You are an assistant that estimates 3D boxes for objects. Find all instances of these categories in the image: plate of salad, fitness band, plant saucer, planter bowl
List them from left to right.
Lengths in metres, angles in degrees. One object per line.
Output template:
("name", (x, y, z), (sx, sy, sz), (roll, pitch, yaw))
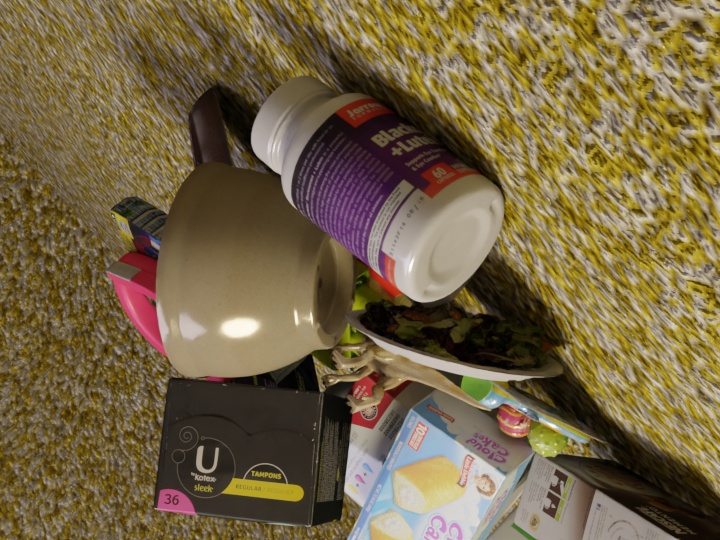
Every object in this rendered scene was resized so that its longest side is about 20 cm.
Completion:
("fitness band", (-0.191, 0.049, 1.615), (0.200, 0.037, 0.144), (22, 150, 47))
("plant saucer", (-0.155, -0.093, 1.662), (0.200, 0.032, 0.200), (170, 90, -81))
("planter bowl", (-0.082, 0.005, 1.424), (0.135, 0.200, 0.200), (6, 153, 18))
("plate of salad", (0.085, 0.055, 1.386), (0.200, 0.048, 0.200), (14, -171, -2))

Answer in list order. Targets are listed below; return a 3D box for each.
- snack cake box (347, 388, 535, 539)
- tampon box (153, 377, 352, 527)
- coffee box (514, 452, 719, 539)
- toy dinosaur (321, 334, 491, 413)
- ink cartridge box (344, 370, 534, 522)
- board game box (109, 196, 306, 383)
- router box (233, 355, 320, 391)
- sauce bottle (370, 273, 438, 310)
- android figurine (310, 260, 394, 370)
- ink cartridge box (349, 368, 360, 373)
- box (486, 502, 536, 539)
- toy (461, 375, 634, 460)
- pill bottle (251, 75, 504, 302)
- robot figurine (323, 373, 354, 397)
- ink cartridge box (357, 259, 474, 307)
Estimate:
("snack cake box", (0.076, 0.227, 1.544), (0.115, 0.067, 0.200), (35, 124, 18))
("tampon box", (-0.097, 0.177, 1.508), (0.150, 0.126, 0.200), (4, 173, 9))
("coffee box", (0.254, 0.246, 1.455), (0.114, 0.080, 0.200), (10, -169, -35))
("toy dinosaur", (0.027, 0.086, 1.422), (0.200, 0.101, 0.058), (27, 132, 57))
("ink cartridge box", (0.079, 0.190, 1.660), (0.200, 0.145, 0.145), (39, 124, 11))
("board game box", (-0.146, 0.025, 1.615), (0.200, 0.062, 0.200), (28, 151, 36))
("router box", (-0.092, 0.127, 1.750), (0.150, 0.062, 0.200), (58, -165, -54))
("sauce bottle", (0.000, 0.000, 1.628), (0.200, 0.065, 0.065), (45, 168, 2))
("android figurine", (-0.046, 0.018, 1.581), (0.200, 0.041, 0.182), (36, 147, 28))
("ink cartridge box", (-0.038, 0.009, 1.729), (0.200, 0.084, 0.146), (45, 167, 1))
("box", (0.251, 0.374, 1.766), (0.199, 0.171, 0.200), (36, 165, 37))
("toy", (0.159, 0.141, 1.469), (0.200, 0.047, 0.115), (33, 180, -45))
("pill bottle", (0.008, -0.072, 1.248), (0.200, 0.111, 0.111), (38, 166, 29))
("robot figurine", (0.035, 0.185, 1.860), (0.125, 0.150, 0.200), (15, -175, 42))
("ink cartridge box", (0.005, -0.029, 1.482), (0.163, 0.057, 0.200), (47, 153, -9))
